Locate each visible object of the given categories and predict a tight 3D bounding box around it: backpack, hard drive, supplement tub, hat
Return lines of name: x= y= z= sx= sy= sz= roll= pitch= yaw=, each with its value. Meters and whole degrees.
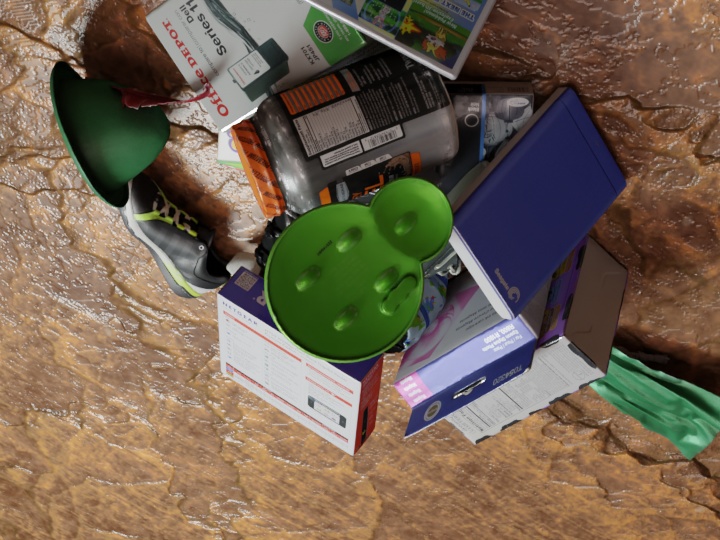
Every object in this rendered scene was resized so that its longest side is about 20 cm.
backpack: x=0.000 y=0.000 z=1.561 sx=0.200 sy=0.154 sz=0.163 roll=49 pitch=151 yaw=13
hard drive: x=0.176 y=-0.068 z=1.406 sx=0.025 sy=0.200 sz=0.132 roll=10 pitch=142 yaw=54
supplement tub: x=-0.016 y=-0.130 z=1.354 sx=0.200 sy=0.123 sz=0.123 roll=-22 pitch=127 yaw=-6
hat: x=-0.215 y=-0.170 z=1.502 sx=0.176 sy=0.200 sz=0.166 roll=-23 pitch=137 yaw=9

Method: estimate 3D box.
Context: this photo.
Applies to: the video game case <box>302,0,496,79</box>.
video game case: x=0.040 y=-0.301 z=1.288 sx=0.200 sy=0.022 sz=0.183 roll=27 pitch=94 yaw=-5

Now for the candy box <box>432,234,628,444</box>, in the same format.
candy box: x=0.187 y=0.077 z=1.544 sx=0.072 sy=0.168 sz=0.200 roll=41 pitch=132 yaw=-16

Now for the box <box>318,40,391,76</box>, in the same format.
box: x=-0.022 y=-0.188 z=1.451 sx=0.200 sy=0.039 sz=0.041 roll=-29 pitch=126 yaw=27

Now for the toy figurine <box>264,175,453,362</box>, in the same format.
toy figurine: x=-0.007 y=-0.015 z=1.394 sx=0.200 sy=0.184 sz=0.150 roll=-45 pitch=99 yaw=-1

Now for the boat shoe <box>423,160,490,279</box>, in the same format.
boat shoe: x=0.086 y=-0.020 z=1.441 sx=0.062 sy=0.073 sz=0.200 roll=36 pitch=108 yaw=-15

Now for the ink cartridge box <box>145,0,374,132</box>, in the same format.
ink cartridge box: x=-0.091 y=-0.247 z=1.387 sx=0.200 sy=0.083 sz=0.147 roll=-28 pitch=101 yaw=33

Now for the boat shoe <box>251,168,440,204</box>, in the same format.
boat shoe: x=-0.018 y=-0.087 z=1.449 sx=0.199 sy=0.074 sz=0.068 roll=7 pitch=121 yaw=5

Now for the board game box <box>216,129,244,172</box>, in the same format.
board game box: x=-0.104 y=-0.174 z=1.528 sx=0.095 sy=0.030 sz=0.200 roll=16 pitch=136 yaw=7

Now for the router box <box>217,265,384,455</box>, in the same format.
router box: x=-0.071 y=0.107 z=1.632 sx=0.200 sy=0.049 sz=0.180 roll=31 pitch=150 yaw=15

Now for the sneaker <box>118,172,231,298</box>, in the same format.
sneaker: x=-0.210 y=-0.050 z=1.655 sx=0.083 sy=0.072 sz=0.200 roll=-13 pitch=132 yaw=20

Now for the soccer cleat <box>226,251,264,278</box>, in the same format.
soccer cleat: x=-0.095 y=0.051 z=1.707 sx=0.086 sy=0.070 sz=0.200 roll=17 pitch=144 yaw=41

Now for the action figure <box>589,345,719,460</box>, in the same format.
action figure: x=0.324 y=0.131 z=1.622 sx=0.200 sy=0.055 sz=0.118 roll=31 pitch=135 yaw=2

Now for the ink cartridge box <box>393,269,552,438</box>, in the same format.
ink cartridge box: x=0.121 y=0.065 z=1.536 sx=0.043 sy=0.200 sz=0.196 roll=41 pitch=131 yaw=-17

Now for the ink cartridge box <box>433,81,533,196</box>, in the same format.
ink cartridge box: x=0.125 y=-0.097 z=1.460 sx=0.099 sy=0.039 sz=0.200 roll=-1 pitch=120 yaw=1
